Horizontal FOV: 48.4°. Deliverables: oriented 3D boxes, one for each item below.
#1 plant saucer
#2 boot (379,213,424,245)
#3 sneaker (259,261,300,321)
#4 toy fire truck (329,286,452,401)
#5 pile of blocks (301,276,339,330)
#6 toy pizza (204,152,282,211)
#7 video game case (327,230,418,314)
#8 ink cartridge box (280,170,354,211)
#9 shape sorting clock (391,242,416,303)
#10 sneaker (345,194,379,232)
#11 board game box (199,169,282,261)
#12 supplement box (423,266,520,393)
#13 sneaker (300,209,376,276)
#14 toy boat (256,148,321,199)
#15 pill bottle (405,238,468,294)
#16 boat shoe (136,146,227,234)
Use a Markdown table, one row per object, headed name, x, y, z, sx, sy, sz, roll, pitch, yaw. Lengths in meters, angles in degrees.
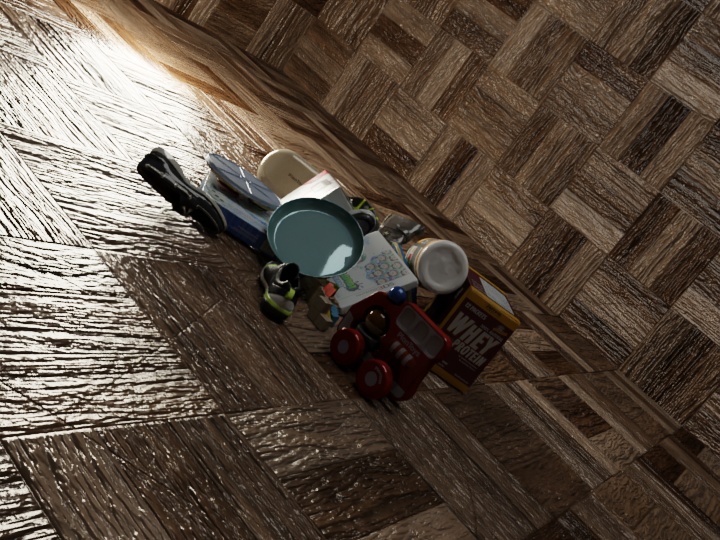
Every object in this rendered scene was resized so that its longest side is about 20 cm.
| name | x | y | z | sx | sy | sz | roll | pitch | yaw |
| --- | --- | --- | --- | --- | --- | --- | --- | --- | --- |
| plant saucer | -0.091 | -0.062 | 1.597 | 0.197 | 0.028 | 0.203 | 9 | 52 | -11 |
| boot | 0.040 | -0.085 | 1.981 | 0.197 | 0.070 | 0.174 | 19 | 44 | 24 |
| sneaker | -0.132 | 0.021 | 1.441 | 0.071 | 0.083 | 0.201 | 32 | 15 | -20 |
| toy fire truck | 0.052 | 0.123 | 1.397 | 0.200 | 0.169 | 0.112 | 47 | 17 | 33 |
| pile of blocks | -0.062 | 0.052 | 1.559 | 0.081 | 0.062 | 0.201 | 32 | 16 | -21 |
| toy pizza | -0.253 | -0.182 | 1.712 | 0.199 | 0.032 | 0.200 | 35 | 11 | -8 |
| video game case | 0.000 | 0.000 | 1.710 | 0.201 | 0.179 | 0.024 | -127 | -157 | -47 |
| ink cartridge box | -0.101 | -0.139 | 1.810 | 0.086 | 0.146 | 0.200 | 58 | -2 | -19 |
| shape sorting clock | 0.092 | 0.037 | 1.815 | 0.200 | 0.039 | 0.203 | 166 | -90 | -83 |
| sneaker | -0.026 | -0.138 | 1.945 | 0.199 | 0.075 | 0.077 | 38 | -20 | 30 |
| board game box | -0.248 | -0.117 | 1.666 | 0.199 | 0.044 | 0.199 | 34 | 14 | -16 |
| supplement box | 0.227 | 0.121 | 1.770 | 0.132 | 0.198 | 0.200 | 34 | 14 | -9 |
| sneaker | -0.050 | -0.048 | 1.671 | 0.076 | 0.198 | 0.114 | 60 | 6 | -33 |
| toy boat | -0.174 | -0.215 | 2.056 | 0.199 | 0.131 | 0.131 | 39 | -16 | 2 |
| pill bottle | 0.162 | -0.013 | 1.787 | 0.116 | 0.117 | 0.200 | 35 | -1 | -10 |
| boat shoe | -0.332 | -0.137 | 1.490 | 0.201 | 0.073 | 0.061 | 50 | 52 | -16 |
